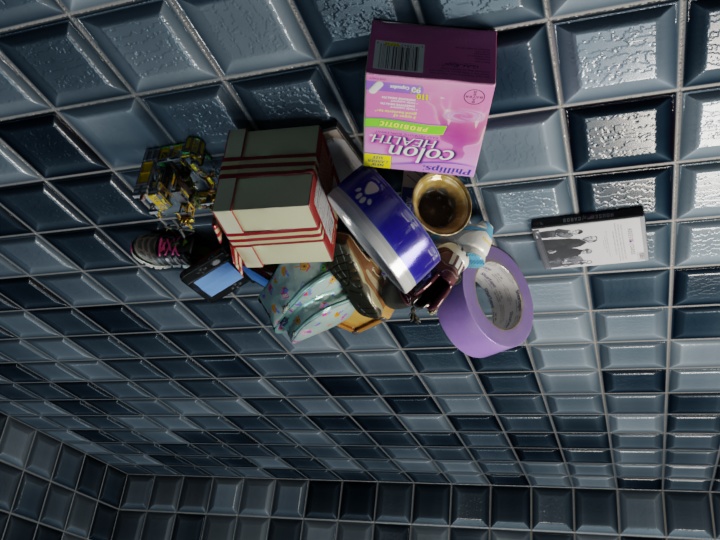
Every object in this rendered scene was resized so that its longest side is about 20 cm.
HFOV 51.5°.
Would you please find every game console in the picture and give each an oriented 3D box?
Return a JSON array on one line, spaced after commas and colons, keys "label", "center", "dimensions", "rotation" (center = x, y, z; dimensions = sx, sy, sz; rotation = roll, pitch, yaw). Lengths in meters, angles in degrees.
[{"label": "game console", "center": [-0.257, 0.038, 1.567], "dimensions": [0.170, 0.120, 0.200], "rotation": [-31, 161, -1]}]

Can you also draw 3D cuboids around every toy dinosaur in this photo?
[{"label": "toy dinosaur", "center": [0.101, 0.044, 1.455], "dimensions": [0.047, 0.201, 0.090], "rotation": [8, 118, -34]}]

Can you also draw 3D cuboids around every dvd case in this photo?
[{"label": "dvd case", "center": [0.428, -0.055, 1.386], "dimensions": [0.195, 0.025, 0.151], "rotation": [-6, 148, 22]}, {"label": "dvd case", "center": [-0.091, -0.187, 1.282], "dimensions": [0.196, 0.018, 0.143], "rotation": [-8, 148, 27]}]

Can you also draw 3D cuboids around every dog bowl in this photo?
[{"label": "dog bowl", "center": [0.037, -0.066, 1.182], "dimensions": [0.078, 0.200, 0.201], "rotation": [-40, 143, -2]}]

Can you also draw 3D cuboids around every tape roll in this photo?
[{"label": "tape roll", "center": [0.241, 0.061, 1.453], "dimensions": [0.197, 0.204, 0.084], "rotation": [25, 146, -29]}]

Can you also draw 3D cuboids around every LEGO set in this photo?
[{"label": "LEGO set", "center": [-0.309, -0.131, 1.328], "dimensions": [0.150, 0.118, 0.201], "rotation": [0, 150, 14]}]

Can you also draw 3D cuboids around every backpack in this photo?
[{"label": "backpack", "center": [-0.087, 0.032, 1.424], "dimensions": [0.173, 0.155, 0.202], "rotation": [-19, 152, -35]}]

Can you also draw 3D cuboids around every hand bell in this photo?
[{"label": "hand bell", "center": [0.105, -0.084, 1.277], "dimensions": [0.102, 0.107, 0.200], "rotation": [14, 163, -12]}]

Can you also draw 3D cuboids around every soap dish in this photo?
[{"label": "soap dish", "center": [-0.032, 0.064, 1.649], "dimensions": [0.197, 0.083, 0.156], "rotation": [25, 147, -30]}]

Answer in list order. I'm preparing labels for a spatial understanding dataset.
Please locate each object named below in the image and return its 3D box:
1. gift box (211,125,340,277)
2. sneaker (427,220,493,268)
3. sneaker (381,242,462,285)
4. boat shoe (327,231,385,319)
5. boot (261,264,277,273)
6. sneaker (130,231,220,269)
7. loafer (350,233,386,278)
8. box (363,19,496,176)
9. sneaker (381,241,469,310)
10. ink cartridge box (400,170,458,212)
[{"label": "gift box", "center": [-0.139, -0.105, 1.230], "dimensions": [0.182, 0.188, 0.202], "rotation": [-1, 144, 12]}, {"label": "sneaker", "center": [0.156, -0.063, 1.391], "dimensions": [0.196, 0.082, 0.077], "rotation": [14, 159, 34]}, {"label": "sneaker", "center": [0.106, -0.002, 1.384], "dimensions": [0.198, 0.071, 0.099], "rotation": [9, 156, 47]}, {"label": "boat shoe", "center": [0.000, 0.000, 1.338], "dimensions": [0.074, 0.074, 0.202], "rotation": [16, 147, 34]}, {"label": "boot", "center": [-0.137, -0.065, 1.470], "dimensions": [0.151, 0.078, 0.202], "rotation": [-5, 142, 13]}, {"label": "sneaker", "center": [-0.375, -0.046, 1.548], "dimensions": [0.195, 0.075, 0.088], "rotation": [11, 152, -17]}, {"label": "loafer", "center": [0.030, -0.011, 1.516], "dimensions": [0.198, 0.073, 0.062], "rotation": [29, 152, -34]}, {"label": "box", "center": [0.093, -0.239, 1.064], "dimensions": [0.171, 0.099, 0.201], "rotation": [6, 152, 2]}, {"label": "sneaker", "center": [0.090, 0.034, 1.256], "dimensions": [0.076, 0.116, 0.199], "rotation": [43, 133, -11]}, {"label": "ink cartridge box", "center": [0.117, -0.159, 1.255], "dimensions": [0.091, 0.045, 0.201], "rotation": [8, 151, 3]}]
